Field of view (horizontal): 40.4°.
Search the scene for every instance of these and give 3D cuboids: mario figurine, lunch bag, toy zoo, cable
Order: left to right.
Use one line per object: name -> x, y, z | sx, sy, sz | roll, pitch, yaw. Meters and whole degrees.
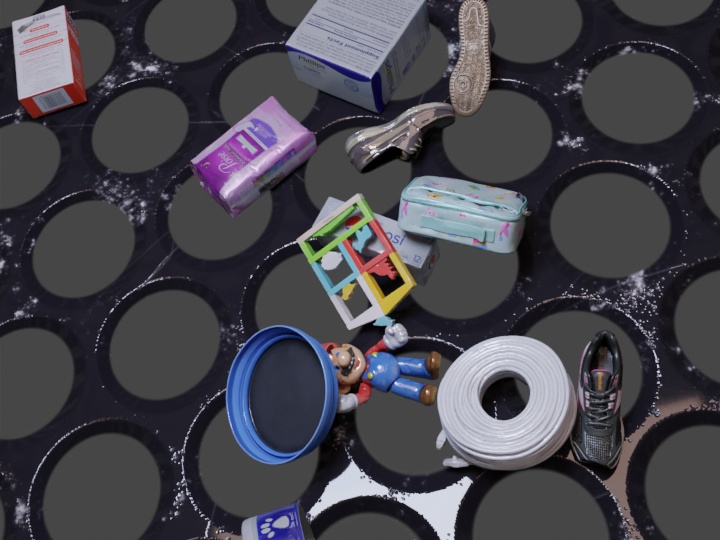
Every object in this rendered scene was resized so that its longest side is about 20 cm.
toy zoo -> 0.000, 0.000, 1.529 | 0.131, 0.020, 0.201 | -35, 79, 19
mario figurine -> 0.017, 0.146, 1.449 | 0.198, 0.107, 0.124 | 7, 29, 5
lunch bag -> 0.163, -0.089, 1.519 | 0.198, 0.160, 0.078 | 12, 107, 13
cable -> 0.207, 0.186, 1.401 | 0.198, 0.069, 0.202 | 1, 59, 23

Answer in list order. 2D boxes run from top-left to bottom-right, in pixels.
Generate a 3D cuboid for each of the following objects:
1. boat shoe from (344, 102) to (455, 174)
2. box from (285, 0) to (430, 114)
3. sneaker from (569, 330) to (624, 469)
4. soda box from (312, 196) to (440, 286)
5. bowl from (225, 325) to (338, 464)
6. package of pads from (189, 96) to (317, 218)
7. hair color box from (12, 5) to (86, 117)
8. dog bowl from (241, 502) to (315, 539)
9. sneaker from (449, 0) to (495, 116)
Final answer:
boat shoe -> 0.074, -0.218, 1.665 | 0.198, 0.075, 0.074 | -23, 70, 8
box -> 0.000, -0.412, 1.754 | 0.183, 0.105, 0.201 | 25, 68, 21
sneaker -> 0.335, 0.176, 1.389 | 0.079, 0.087, 0.202 | -1, 63, 12
soda box -> 0.026, -0.048, 1.575 | 0.198, 0.068, 0.064 | 21, 69, 20
bowl -> -0.115, 0.183, 1.443 | 0.199, 0.039, 0.203 | -8, 77, 36
package of pads -> -0.185, -0.198, 1.691 | 0.200, 0.076, 0.120 | -40, 60, -12
hair color box -> -0.596, -0.400, 1.872 | 0.110, 0.064, 0.202 | -17, 62, 2
dog bowl -> -0.087, 0.411, 1.276 | 0.078, 0.201, 0.201 | -19, 60, -4
sneaker -> 0.199, -0.367, 1.724 | 0.069, 0.108, 0.202 | 5, 93, 10
